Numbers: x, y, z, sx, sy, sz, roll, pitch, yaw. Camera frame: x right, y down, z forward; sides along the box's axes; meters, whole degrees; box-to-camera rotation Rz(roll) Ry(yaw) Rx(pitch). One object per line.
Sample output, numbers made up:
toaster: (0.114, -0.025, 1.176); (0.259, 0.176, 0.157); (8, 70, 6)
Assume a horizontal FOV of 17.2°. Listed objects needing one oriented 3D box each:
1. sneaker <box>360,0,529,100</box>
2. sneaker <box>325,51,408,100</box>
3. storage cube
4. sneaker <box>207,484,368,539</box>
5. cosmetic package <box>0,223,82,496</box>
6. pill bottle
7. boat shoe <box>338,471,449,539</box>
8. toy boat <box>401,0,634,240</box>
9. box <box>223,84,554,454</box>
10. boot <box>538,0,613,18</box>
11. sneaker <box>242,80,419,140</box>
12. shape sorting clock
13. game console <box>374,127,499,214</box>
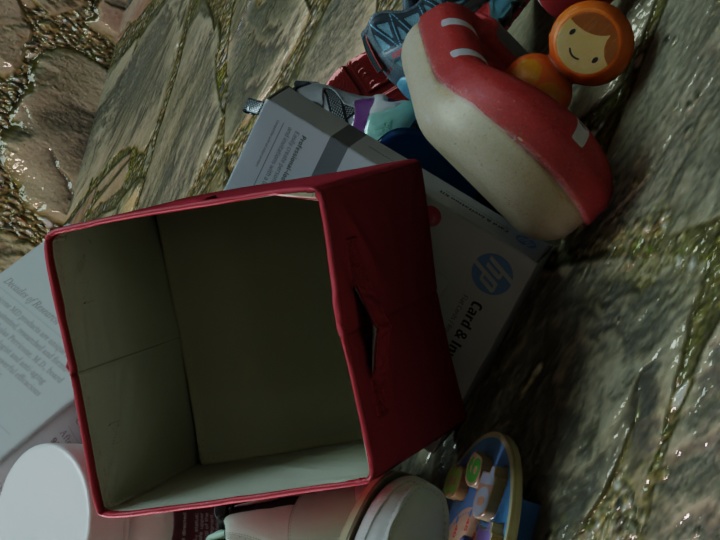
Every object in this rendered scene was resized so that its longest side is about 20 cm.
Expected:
sneaker: (0.072, -0.205, 1.640); (0.200, 0.095, 0.079); (-53, 1, -30)
sneaker: (0.011, -0.118, 1.860); (0.200, 0.078, 0.115); (-32, -6, 22)
storage cube: (-0.058, 0.035, 1.403); (0.180, 0.200, 0.171); (-21, -79, -68)
sneaker: (-0.039, 0.155, 1.508); (0.200, 0.118, 0.074); (-37, -64, -88)
cosmetic package: (-0.211, 0.112, 1.667); (0.200, 0.168, 0.166); (-38, 42, -18)
pill bottle: (-0.131, 0.165, 1.561); (0.114, 0.200, 0.115); (-7, 80, 43)
boat shoe: (0.020, 0.206, 1.300); (0.068, 0.075, 0.200); (-9, 61, 48)
toy boat: (0.110, -0.110, 1.435); (0.131, 0.130, 0.200); (-41, 23, 14)
box: (0.000, 0.000, 1.508); (0.156, 0.200, 0.041); (-62, -9, 27)
boot: (0.164, -0.194, 1.412); (0.200, 0.072, 0.144); (-53, 24, 40)
sneaker: (-0.017, -0.095, 1.716); (0.200, 0.140, 0.078); (68, -141, -75)
shape sorting clock: (0.049, 0.190, 1.392); (0.200, 0.039, 0.200); (-160, 90, -76)
game console: (0.024, -0.037, 1.624); (0.171, 0.118, 0.200); (-95, 29, -58)
